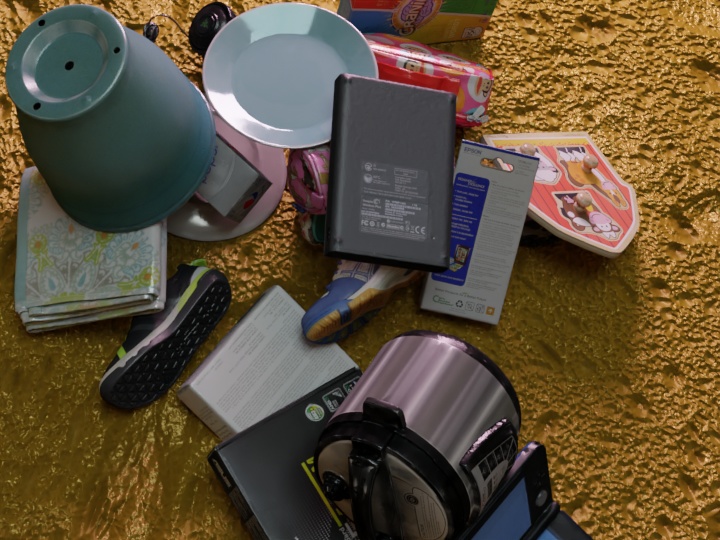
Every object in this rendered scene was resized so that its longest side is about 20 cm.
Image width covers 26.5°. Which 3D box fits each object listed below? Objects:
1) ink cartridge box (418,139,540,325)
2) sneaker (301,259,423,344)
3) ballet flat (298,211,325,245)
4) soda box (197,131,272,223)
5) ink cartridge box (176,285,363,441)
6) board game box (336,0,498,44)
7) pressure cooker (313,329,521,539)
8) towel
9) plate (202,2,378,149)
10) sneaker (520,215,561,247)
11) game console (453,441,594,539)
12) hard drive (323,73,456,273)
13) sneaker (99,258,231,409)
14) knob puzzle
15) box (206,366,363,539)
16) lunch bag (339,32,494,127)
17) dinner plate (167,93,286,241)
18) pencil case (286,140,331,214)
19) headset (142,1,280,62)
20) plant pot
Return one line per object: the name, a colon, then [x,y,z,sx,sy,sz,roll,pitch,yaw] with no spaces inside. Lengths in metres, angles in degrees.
ink cartridge box: [0.134,-0.044,1.740,0.093,0.203,0.037,12,16,-5]
sneaker: [0.000,0.000,1.694,0.199,0.075,0.088,-38,74,-21]
ballet flat: [-0.034,-0.113,1.799,0.063,0.076,0.201,10,56,30]
soda box: [-0.196,-0.144,1.734,0.200,0.068,0.064,42,94,11]
ink cartridge box: [-0.077,0.143,1.671,0.200,0.057,0.163,47,60,-10]
board game box: [0.074,-0.337,1.885,0.197,0.153,0.041,-9,65,-16]
pressure cooker: [0.050,0.184,1.526,0.176,0.178,0.200,47,53,-10]
towel: [-0.293,-0.037,1.672,0.169,0.048,0.203,-8,65,10]
plate: [-0.079,-0.216,1.716,0.197,0.026,0.203,2,61,-3]
sneaker: [0.154,-0.079,1.820,0.197,0.077,0.086,4,54,-21]
game console: [0.177,0.314,1.589,0.118,0.172,0.200,25,56,33]
hard drive: [0.034,-0.106,1.660,0.138,0.033,0.203,8,75,-17]
sneaker: [-0.223,0.068,1.669,0.082,0.072,0.200,22,57,35]
knob puzzle: [0.258,-0.098,1.817,0.217,0.031,0.221,18,41,-16]
box: [-0.031,0.231,1.601,0.192,0.048,0.201,-26,79,-31]
lunch bag: [0.060,-0.228,1.810,0.197,0.176,0.083,14,101,-1]
dinner plate: [-0.183,-0.128,1.792,0.197,0.024,0.203,6,61,-10]
pencil case: [0.014,-0.119,1.732,0.198,0.082,0.088,-15,107,-31]
headset: [-0.169,-0.258,1.819,0.197,0.124,0.095,15,79,12]
plant pot: [-0.273,-0.170,1.594,0.197,0.188,0.203,-5,66,12]
